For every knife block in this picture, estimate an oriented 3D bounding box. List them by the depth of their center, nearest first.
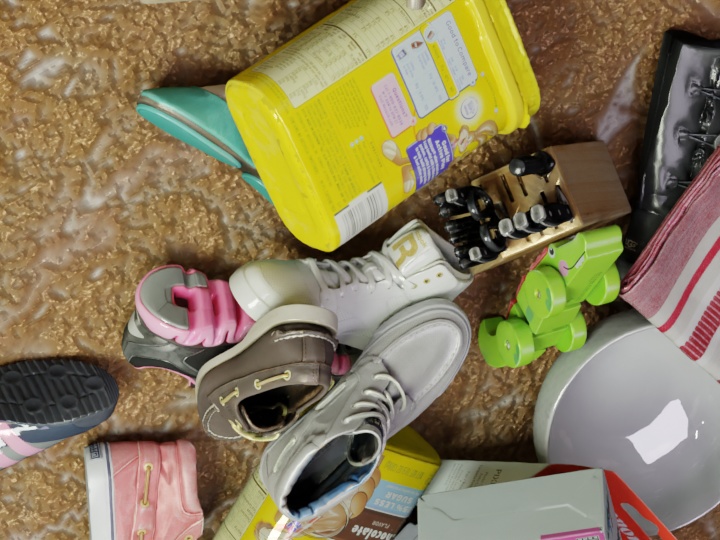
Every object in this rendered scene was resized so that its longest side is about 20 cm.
[{"bbox_3d":[0.142,-0.056,1.462,0.199,0.175,0.064,-20,87,-23],"label":"knife block"}]

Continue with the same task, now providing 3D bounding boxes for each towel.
[{"bbox_3d":[0.307,0.014,1.570,0.200,0.023,0.145,38,85,-30],"label":"towel"}]

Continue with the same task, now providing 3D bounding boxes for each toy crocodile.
[{"bbox_3d":[0.147,0.021,1.532,0.067,0.062,0.200,-15,155,-24],"label":"toy crocodile"}]

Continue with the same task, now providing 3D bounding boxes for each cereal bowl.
[{"bbox_3d":[0.231,0.115,1.641,0.198,0.083,0.202,-7,116,-15],"label":"cereal bowl"}]

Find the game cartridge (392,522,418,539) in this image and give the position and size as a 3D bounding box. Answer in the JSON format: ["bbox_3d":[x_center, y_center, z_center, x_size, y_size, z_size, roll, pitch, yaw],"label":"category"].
[{"bbox_3d":[0.053,0.293,1.644,0.133,0.041,0.200,-44,141,-5],"label":"game cartridge"}]

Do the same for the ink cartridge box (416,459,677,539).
[{"bbox_3d":[0.163,0.219,1.604,0.160,0.199,0.047,47,59,-32],"label":"ink cartridge box"}]

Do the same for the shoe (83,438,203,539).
[{"bbox_3d":[-0.169,0.227,1.572,0.090,0.072,0.202,-4,111,-10],"label":"shoe"}]

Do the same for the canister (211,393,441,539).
[{"bbox_3d":[-0.040,0.206,1.583,0.148,0.087,0.201,22,104,-43],"label":"canister"}]

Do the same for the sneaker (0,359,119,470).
[{"bbox_3d":[-0.280,0.125,1.505,0.198,0.070,0.082,-11,137,-12],"label":"sneaker"}]

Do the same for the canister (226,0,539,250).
[{"bbox_3d":[0.016,-0.126,1.420,0.199,0.086,0.149,-35,117,-22],"label":"canister"}]

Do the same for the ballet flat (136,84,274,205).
[{"bbox_3d":[-0.077,-0.097,1.465,0.200,0.067,0.071,36,81,-29],"label":"ballet flat"}]

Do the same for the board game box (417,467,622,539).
[{"bbox_3d":[0.137,0.247,1.556,0.146,0.065,0.201,-10,137,12],"label":"board game box"}]

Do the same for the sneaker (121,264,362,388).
[{"bbox_3d":[-0.095,0.058,1.530,0.199,0.079,0.096,15,133,-25],"label":"sneaker"}]

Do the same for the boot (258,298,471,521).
[{"bbox_3d":[0.012,0.108,1.454,0.200,0.096,0.074,-45,107,2],"label":"boot"}]

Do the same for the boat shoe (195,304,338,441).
[{"bbox_3d":[-0.073,0.090,1.460,0.071,0.060,0.200,11,151,-24],"label":"boat shoe"}]

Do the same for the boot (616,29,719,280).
[{"bbox_3d":[0.293,-0.084,1.587,0.164,0.065,0.202,2,102,-34],"label":"boot"}]

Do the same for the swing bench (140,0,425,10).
[{"bbox_3d":[-0.050,-0.289,1.319,0.198,0.130,0.201,0,115,-2],"label":"swing bench"}]

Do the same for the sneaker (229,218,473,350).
[{"bbox_3d":[0.000,0.000,1.486,0.199,0.074,0.116,12,131,-49],"label":"sneaker"}]
